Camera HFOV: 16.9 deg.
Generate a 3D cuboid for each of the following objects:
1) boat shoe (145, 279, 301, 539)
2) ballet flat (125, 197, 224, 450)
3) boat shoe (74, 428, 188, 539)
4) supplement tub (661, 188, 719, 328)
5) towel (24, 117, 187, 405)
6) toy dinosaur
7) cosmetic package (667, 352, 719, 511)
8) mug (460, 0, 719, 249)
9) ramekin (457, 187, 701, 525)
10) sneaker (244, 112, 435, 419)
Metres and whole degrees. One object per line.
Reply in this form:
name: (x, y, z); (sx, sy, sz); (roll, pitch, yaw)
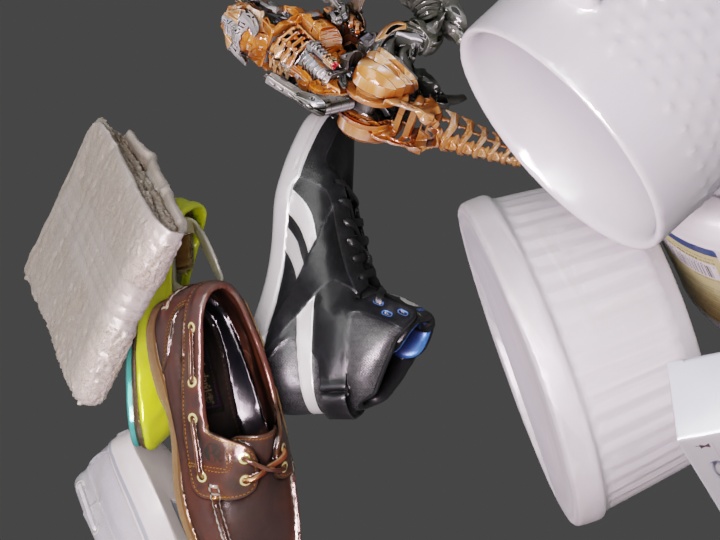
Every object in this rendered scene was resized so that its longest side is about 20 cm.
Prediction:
boat shoe: (-0.078, 0.105, 1.476); (0.070, 0.070, 0.200); (-21, 87, 53)
ballet flat: (-0.119, 0.027, 1.559); (0.067, 0.067, 0.200); (-8, 47, 1)
boat shoe: (-0.128, 0.192, 1.499); (0.068, 0.072, 0.200); (-38, 61, 18)
supplement tub: (0.240, -0.041, 1.388); (0.144, 0.200, 0.145); (-8, 63, 16)
towel: (-0.165, -0.010, 1.551); (0.133, 0.034, 0.200); (-64, 25, 17)
toy dinosaur: (0.010, -0.118, 1.543); (0.200, 0.136, 0.102); (47, 128, -1)
cosmetic package: (0.262, 0.093, 1.318); (0.150, 0.200, 0.052); (-11, 62, 17)
mug: (0.155, -0.138, 1.234); (0.175, 0.200, 0.148); (-42, 49, -13)
ramekin: (0.133, 0.039, 1.402); (0.094, 0.202, 0.203); (-20, 60, -3)
sneaker: (0.000, 0.000, 1.541); (0.112, 0.073, 0.200); (8, 78, 20)
